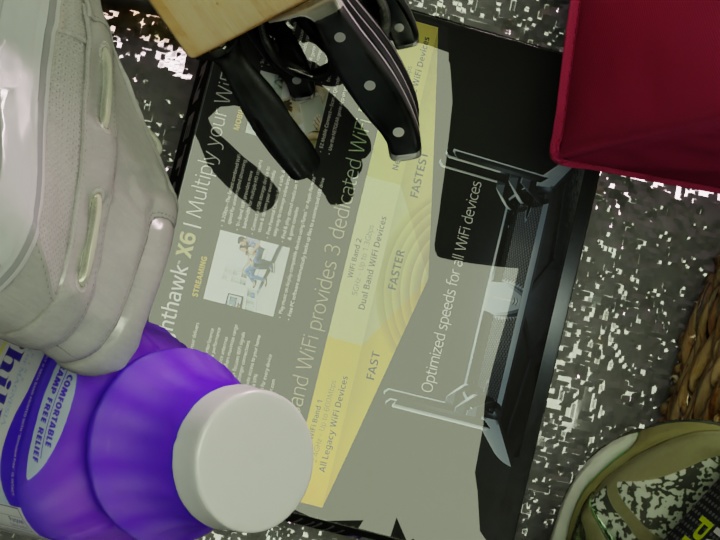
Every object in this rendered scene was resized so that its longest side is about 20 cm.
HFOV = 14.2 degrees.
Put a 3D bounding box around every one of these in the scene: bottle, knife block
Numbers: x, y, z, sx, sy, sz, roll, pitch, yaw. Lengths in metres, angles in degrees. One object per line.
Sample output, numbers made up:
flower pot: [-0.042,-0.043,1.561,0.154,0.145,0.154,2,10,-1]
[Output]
bottle: [-0.092,0.057,1.006,0.065,0.200,0.084,22,80,-35]
knife block: [-0.047,-0.118,0.986,0.064,0.200,0.176,-27,76,15]

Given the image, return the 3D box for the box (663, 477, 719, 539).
box: [0.168,0.163,1.030,0.160,0.044,0.200,-47,122,-2]

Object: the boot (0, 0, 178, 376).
boot: [-0.109,-0.060,0.979,0.096,0.074,0.200,39,44,-46]

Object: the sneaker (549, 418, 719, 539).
sneaker: [0.090,0.140,1.048,0.077,0.089,0.200,26,120,-18]

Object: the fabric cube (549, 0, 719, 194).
fabric cube: [0.202,-0.121,0.995,0.200,0.199,0.196,10,83,-16]

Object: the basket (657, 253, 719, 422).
basket: [0.220,0.080,1.097,0.200,0.149,0.143,23,81,-10]

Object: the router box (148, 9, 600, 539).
router box: [0.000,0.000,1.106,0.157,0.052,0.200,16,82,-10]
